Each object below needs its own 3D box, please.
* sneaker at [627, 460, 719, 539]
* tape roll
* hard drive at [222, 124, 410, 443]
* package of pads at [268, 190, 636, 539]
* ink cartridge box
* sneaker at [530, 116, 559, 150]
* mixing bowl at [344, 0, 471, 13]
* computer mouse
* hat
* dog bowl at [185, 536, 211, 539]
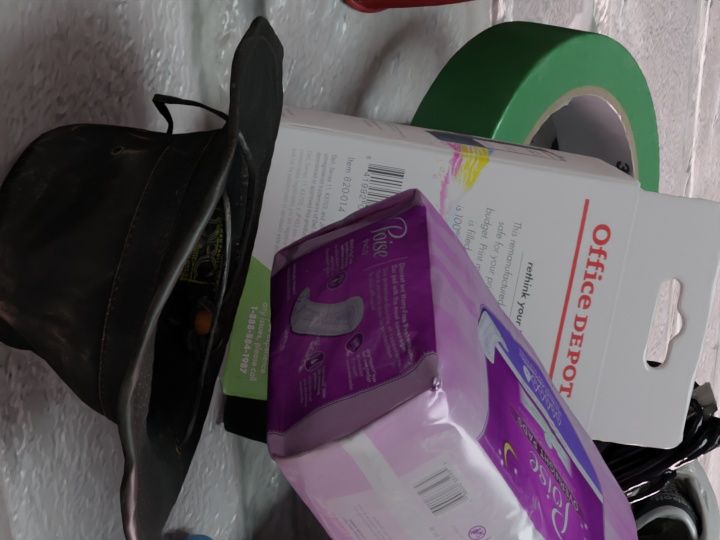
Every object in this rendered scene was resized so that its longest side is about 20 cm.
[{"bbox_3d":[0.163,0.132,1.031,0.200,0.076,0.081,-82,171,-62],"label":"sneaker"},{"bbox_3d":[0.085,-0.023,0.969,0.200,0.048,0.201,-27,125,-48],"label":"tape roll"},{"bbox_3d":[0.000,0.000,0.939,0.200,0.033,0.140,-13,116,-68],"label":"hard drive"},{"bbox_3d":[0.041,0.082,0.723,0.200,0.076,0.121,55,20,-34],"label":"package of pads"},{"bbox_3d":[0.045,0.003,0.816,0.067,0.199,0.117,-125,-134,-75],"label":"ink cartridge box"},{"bbox_3d":[0.077,-0.004,1.070,0.130,0.079,0.200,-61,167,-54],"label":"sneaker"},{"bbox_3d":[0.068,-0.205,0.871,0.200,0.108,0.201,15,90,-69],"label":"mixing bowl"},{"bbox_3d":[0.120,0.080,0.927,0.138,0.053,0.200,-36,175,17],"label":"computer mouse"},{"bbox_3d":[-0.083,-0.003,0.649,0.201,0.081,0.201,15,90,-89],"label":"hat"},{"bbox_3d":[-0.082,0.186,0.803,0.200,0.049,0.112,-26,128,-65],"label":"dog bowl"}]
